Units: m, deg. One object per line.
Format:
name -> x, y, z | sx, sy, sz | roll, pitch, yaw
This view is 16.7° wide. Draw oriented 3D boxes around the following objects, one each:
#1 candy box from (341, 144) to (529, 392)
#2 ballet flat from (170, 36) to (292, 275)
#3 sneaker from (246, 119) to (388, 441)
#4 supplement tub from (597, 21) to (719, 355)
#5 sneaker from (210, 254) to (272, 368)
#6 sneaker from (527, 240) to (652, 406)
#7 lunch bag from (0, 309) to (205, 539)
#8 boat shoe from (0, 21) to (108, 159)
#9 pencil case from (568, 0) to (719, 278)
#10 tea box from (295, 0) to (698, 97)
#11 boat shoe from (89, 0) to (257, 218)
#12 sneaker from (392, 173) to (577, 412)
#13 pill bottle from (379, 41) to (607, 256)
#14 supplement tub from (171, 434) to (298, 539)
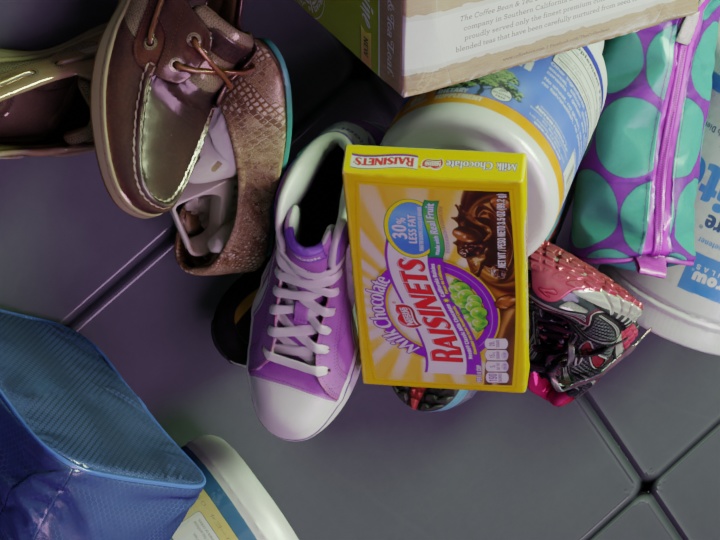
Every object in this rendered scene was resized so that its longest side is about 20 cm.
candy box -> 0.045, 0.002, 1.405 | 0.101, 0.027, 0.201 | 5, 143, 8
ballet flat -> -0.081, -0.058, 1.441 | 0.065, 0.071, 0.201 | -19, 147, -19
sneaker -> -0.035, 0.009, 1.448 | 0.114, 0.072, 0.202 | -25, 128, -76
supplement tub -> 0.252, -0.058, 1.655 | 0.131, 0.132, 0.201 | 5, 115, -36
sneaker -> 0.000, 0.000, 1.529 | 0.199, 0.070, 0.090 | -20, 169, -11
sneaker -> 0.136, 0.039, 1.581 | 0.075, 0.080, 0.200 | -54, 161, -7
lunch bag -> -0.195, 0.128, 1.429 | 0.135, 0.200, 0.133 | 17, 112, -45
boat shoe -> -0.156, -0.094, 1.397 | 0.199, 0.065, 0.072 | -13, 126, -30
pencil case -> 0.185, -0.100, 1.571 | 0.084, 0.092, 0.202 | 4, 96, -19
tea box -> 0.061, -0.218, 1.373 | 0.199, 0.197, 0.134 | -17, 128, -23
boat shoe -> -0.094, -0.128, 1.357 | 0.072, 0.072, 0.201 | 23, 74, -48
sneaker -> 0.086, 0.000, 1.636 | 0.201, 0.079, 0.095 | -61, 157, 10
pill bottle -> 0.086, -0.097, 1.472 | 0.200, 0.111, 0.113 | -63, 157, -51
supplement tub -> -0.137, 0.215, 1.563 | 0.199, 0.145, 0.145 | -33, 133, -11
